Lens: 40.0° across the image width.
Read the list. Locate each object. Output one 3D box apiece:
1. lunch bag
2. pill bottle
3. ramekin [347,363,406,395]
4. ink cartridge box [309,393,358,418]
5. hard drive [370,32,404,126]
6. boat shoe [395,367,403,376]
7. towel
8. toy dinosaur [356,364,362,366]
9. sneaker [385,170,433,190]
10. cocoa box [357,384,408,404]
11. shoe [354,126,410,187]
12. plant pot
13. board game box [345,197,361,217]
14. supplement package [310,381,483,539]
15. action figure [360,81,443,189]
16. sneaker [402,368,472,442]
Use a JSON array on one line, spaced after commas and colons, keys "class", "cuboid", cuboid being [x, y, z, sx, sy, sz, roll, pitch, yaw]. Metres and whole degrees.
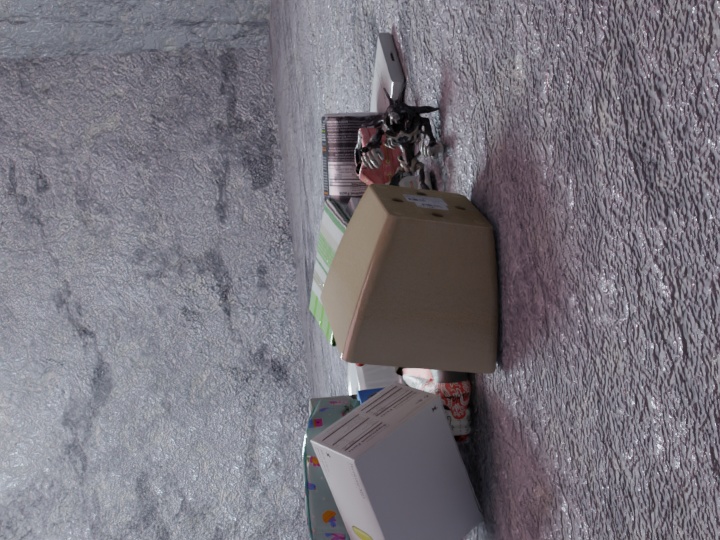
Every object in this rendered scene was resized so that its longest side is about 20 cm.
[{"class": "lunch bag", "cuboid": [-0.030, 0.288, 1.433, 0.160, 0.076, 0.203, -47, -45, -74]}, {"class": "pill bottle", "cuboid": [-0.014, -0.173, 1.729, 0.106, 0.104, 0.203, -135, 42, -76]}, {"class": "ramekin", "cuboid": [0.033, 0.238, 1.853, 0.202, 0.093, 0.206, 175, 90, -81]}, {"class": "ink cartridge box", "cuboid": [0.012, 0.290, 1.683, 0.084, 0.197, 0.146, -112, 20, -60]}, {"class": "hard drive", "cuboid": [0.044, -0.292, 1.728, 0.201, 0.026, 0.133, 96, 166, -49]}, {"class": "boat shoe", "cuboid": [0.077, 0.110, 1.506, 0.200, 0.071, 0.069, 67, -169, -69]}, {"class": "towel", "cuboid": [-0.041, 0.001, 1.593, 0.149, 0.030, 0.203, -125, 41, -60]}, {"class": "toy dinosaur", "cuboid": [0.023, 0.060, 1.619, 0.200, 0.182, 0.105, 44, 164, -25]}, {"class": "sneaker", "cuboid": [0.061, -0.107, 1.557, 0.200, 0.079, 0.075, 112, 149, -74]}, {"class": "cocoa box", "cuboid": [0.065, 0.300, 1.569, 0.134, 0.129, 0.203, -109, 17, -57]}, {"class": "shoe", "cuboid": [0.035, -0.155, 1.650, 0.072, 0.089, 0.202, -105, 14, -49]}, {"class": "plant pot", "cuboid": [0.070, -0.001, 1.250, 0.200, 0.197, 0.180, -115, 33, -65]}, {"class": "board game box", "cuboid": [0.000, 0.000, 1.566, 0.127, 0.034, 0.202, 116, 148, -42]}, {"class": "supplement package", "cuboid": [0.051, 0.283, 1.325, 0.110, 0.155, 0.202, 7, 123, 55]}, {"class": "action figure", "cuboid": [0.065, -0.165, 1.408, 0.102, 0.117, 0.203, -48, -55, -78]}, {"class": "sneaker", "cuboid": [0.108, 0.192, 1.427, 0.201, 0.066, 0.110, 157, 109, -75]}]
